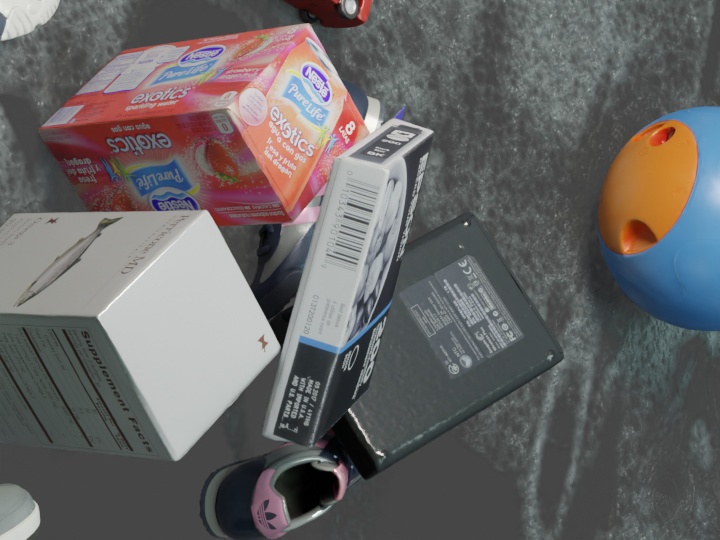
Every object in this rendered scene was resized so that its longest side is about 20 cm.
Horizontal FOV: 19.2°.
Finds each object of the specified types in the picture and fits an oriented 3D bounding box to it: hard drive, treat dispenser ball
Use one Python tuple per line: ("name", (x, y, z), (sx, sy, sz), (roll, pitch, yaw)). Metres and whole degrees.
("hard drive", (0.045, 0.054, 1.624), (0.200, 0.033, 0.140), (-28, 82, -34))
("treat dispenser ball", (0.311, -0.046, 1.902), (0.201, 0.201, 0.201), (-1, 91, -47))

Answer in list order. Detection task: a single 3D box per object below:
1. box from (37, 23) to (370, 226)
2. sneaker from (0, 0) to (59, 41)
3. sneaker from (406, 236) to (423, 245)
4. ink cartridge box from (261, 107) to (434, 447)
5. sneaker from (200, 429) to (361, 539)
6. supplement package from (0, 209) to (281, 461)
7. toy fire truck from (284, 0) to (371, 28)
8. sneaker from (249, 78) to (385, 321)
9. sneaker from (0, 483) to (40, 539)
("box", (-0.108, -0.095, 1.454), (0.103, 0.200, 0.095), (-51, 123, -35))
("sneaker", (-0.280, -0.207, 1.356), (0.199, 0.079, 0.130), (-18, 112, -35))
("sneaker", (0.016, 0.033, 1.683), (0.200, 0.071, 0.113), (-9, 100, -53))
("ink cartridge box", (0.000, 0.000, 1.447), (0.200, 0.043, 0.198), (-47, 153, -71))
("sneaker", (-0.026, 0.153, 1.619), (0.200, 0.082, 0.070), (-31, 111, -43))
("supplement package", (-0.174, 0.039, 1.385), (0.117, 0.200, 0.117), (-47, 122, -37))
("toy fire truck", (-0.056, -0.284, 1.619), (0.200, 0.049, 0.141), (28, 70, -44))
("sneaker", (-0.056, -0.061, 1.623), (0.082, 0.070, 0.200), (30, 69, -18))
("sneaker", (-0.274, 0.120, 1.248), (0.200, 0.084, 0.121), (-12, 109, -47))
